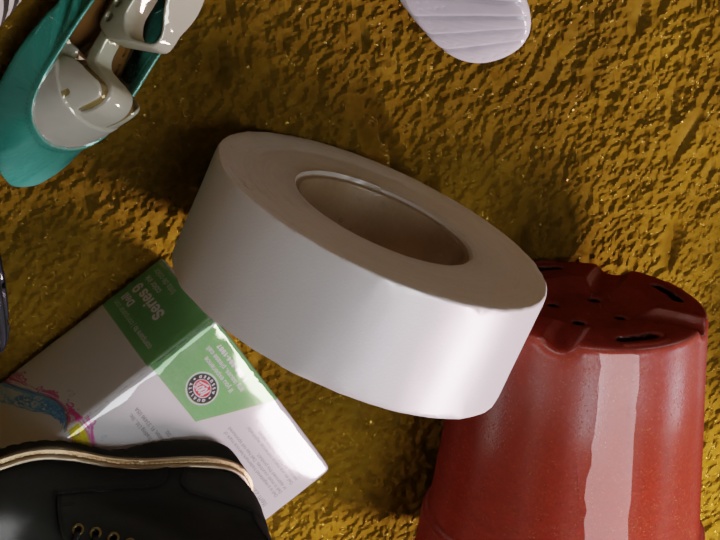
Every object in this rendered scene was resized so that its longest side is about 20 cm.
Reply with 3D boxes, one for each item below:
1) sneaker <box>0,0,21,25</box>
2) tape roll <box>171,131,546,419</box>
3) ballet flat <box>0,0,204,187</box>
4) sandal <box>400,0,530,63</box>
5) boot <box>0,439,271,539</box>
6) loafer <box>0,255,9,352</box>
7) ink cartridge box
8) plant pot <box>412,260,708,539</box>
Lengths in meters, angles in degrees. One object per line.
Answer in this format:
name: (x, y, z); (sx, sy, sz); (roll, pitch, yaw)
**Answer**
sneaker: (-0.227, -0.201, 1.084); (0.115, 0.076, 0.201); (-50, 120, -35)
tape roll: (0.000, 0.000, 1.243); (0.202, 0.202, 0.071); (11, 112, -35)
ballet flat: (-0.130, -0.120, 1.176); (0.067, 0.070, 0.200); (25, 104, -39)
sandal: (0.025, -0.202, 1.222); (0.079, 0.059, 0.207); (-23, 123, 20)
boot: (-0.133, 0.153, 1.188); (0.199, 0.138, 0.078); (-11, 122, -21)
loafer: (-0.234, -0.038, 1.170); (0.070, 0.068, 0.201); (-20, 122, -10)
ink cartridge box: (-0.143, 0.115, 1.303); (0.200, 0.088, 0.145); (-40, 129, -5)
plant pot: (0.132, 0.109, 1.406); (0.200, 0.201, 0.196); (-6, 113, -27)
